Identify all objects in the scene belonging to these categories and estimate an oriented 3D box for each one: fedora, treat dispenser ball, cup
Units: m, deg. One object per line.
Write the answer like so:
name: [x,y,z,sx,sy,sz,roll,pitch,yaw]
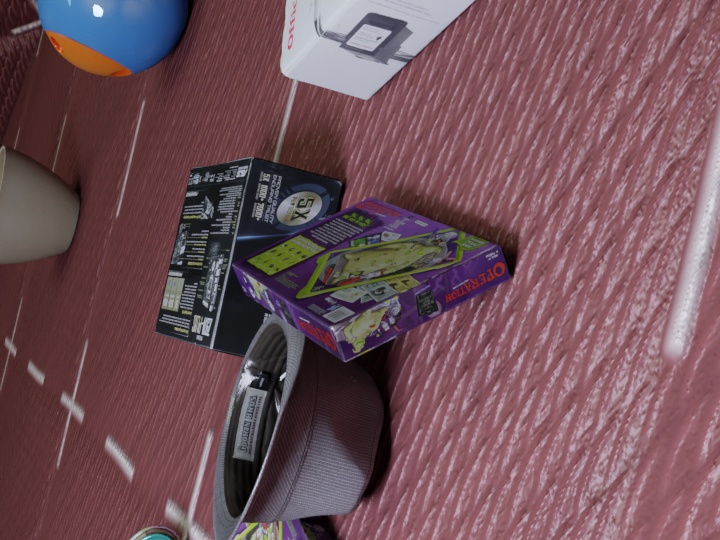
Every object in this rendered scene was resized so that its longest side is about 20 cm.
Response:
fedora: [-0.040,0.119,0.957,0.200,0.090,0.177,-120,50,-71]
treat dispenser ball: [-0.331,-0.360,1.793,0.201,0.200,0.202,-166,90,-68]
cup: [-0.557,-0.095,2.267,0.200,0.143,0.201,-47,36,50]

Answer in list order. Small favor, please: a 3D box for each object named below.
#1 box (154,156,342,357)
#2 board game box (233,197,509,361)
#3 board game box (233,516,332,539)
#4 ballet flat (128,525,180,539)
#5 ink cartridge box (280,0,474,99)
box: [-0.103,-0.008,1.191,0.200,0.086,0.164,-178,101,-68]
board game box: [0.000,0.000,0.892,0.032,0.120,0.200,65,165,-20]
board game box: [-0.060,0.234,1.024,0.120,0.032,0.200,-66,23,13]
ballet flat: [-0.223,0.336,1.324,0.071,0.069,0.201,-92,19,-82]
ink cartridge box: [0.016,-0.242,1.040,0.200,0.083,0.146,146,133,-60]
